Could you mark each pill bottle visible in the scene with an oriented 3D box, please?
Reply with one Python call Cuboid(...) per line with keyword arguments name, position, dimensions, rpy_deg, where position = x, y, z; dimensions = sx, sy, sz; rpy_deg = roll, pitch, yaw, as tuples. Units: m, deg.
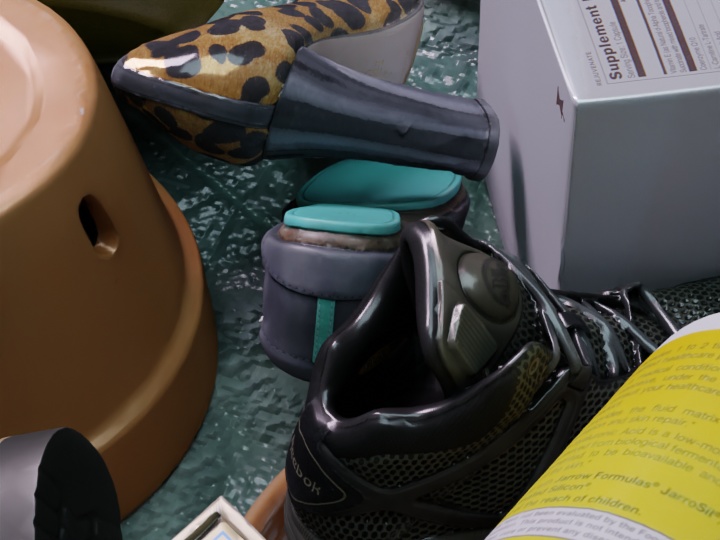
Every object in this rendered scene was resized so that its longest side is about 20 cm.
Cuboid(name="pill bottle", position=(0.105, 0.080, 0.553), dimensions=(0.111, 0.112, 0.200), rpy_deg=(28, 49, 24))

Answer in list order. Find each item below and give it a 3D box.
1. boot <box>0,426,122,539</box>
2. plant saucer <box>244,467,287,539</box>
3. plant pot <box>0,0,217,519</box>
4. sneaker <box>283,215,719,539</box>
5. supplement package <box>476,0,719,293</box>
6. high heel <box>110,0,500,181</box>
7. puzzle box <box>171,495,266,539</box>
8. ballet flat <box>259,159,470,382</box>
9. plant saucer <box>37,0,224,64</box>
Cuboid(name="boot", position=(-0.145, 0.150, 0.563), dimensions=(0.138, 0.078, 0.201), rpy_deg=(-11, 49, 18))
Cuboid(name="plant saucer", position=(0.049, 0.125, 0.644), dimensions=(0.199, 0.038, 0.201), rpy_deg=(-1, 47, 1))
Cuboid(name="plant pot", position=(-0.155, -0.009, 0.702), dimensions=(0.199, 0.140, 0.201), rpy_deg=(-1, 48, 1))
Cuboid(name="sneaker", position=(0.070, 0.029, 0.632), dimensions=(0.198, 0.115, 0.076), rpy_deg=(-15, 50, -15))
Cuboid(name="supplement package", position=(0.155, -0.066, 0.737), dimensions=(0.199, 0.152, 0.151), rpy_deg=(-7, 47, -6))
Cuboid(name="high heel", position=(-0.043, -0.088, 0.770), dimensions=(0.142, 0.072, 0.200), rpy_deg=(9, 17, -23))
Cuboid(name="puzzle box", position=(-0.071, 0.176, 0.576), dimensions=(0.200, 0.025, 0.133), rpy_deg=(-42, 57, -14))
Cuboid(name="ballet flat", position=(0.000, 0.000, 0.725), dimensions=(0.073, 0.074, 0.200), rpy_deg=(7, 12, 8))
Cuboid(name="plant saucer", position=(-0.149, -0.109, 0.790), dimensions=(0.199, 0.200, 0.031), rpy_deg=(1, 87, 2))
